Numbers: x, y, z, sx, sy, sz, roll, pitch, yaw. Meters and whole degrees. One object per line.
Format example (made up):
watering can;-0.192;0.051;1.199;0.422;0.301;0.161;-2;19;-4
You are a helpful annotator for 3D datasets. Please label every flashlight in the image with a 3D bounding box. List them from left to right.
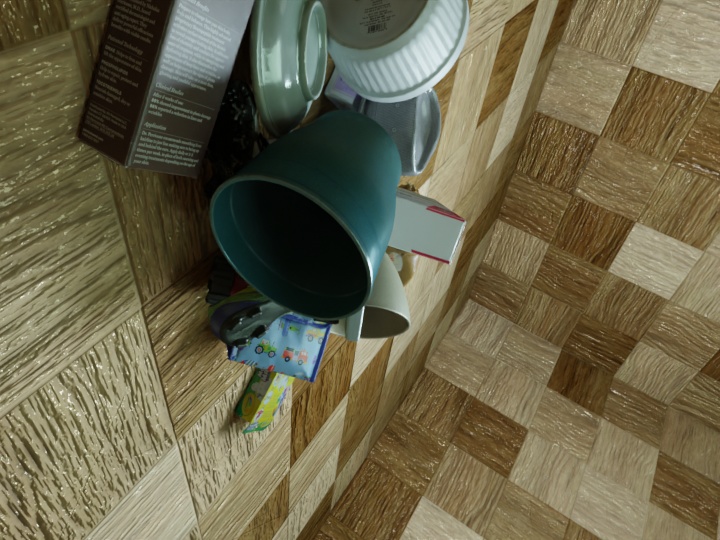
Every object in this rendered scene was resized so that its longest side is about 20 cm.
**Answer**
flashlight;-0.120;0.036;0.775;0.068;0.196;0.070;-141;-112;-69

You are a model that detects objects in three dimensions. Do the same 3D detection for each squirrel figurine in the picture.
squirrel figurine;0.091;-0.100;1.196;0.200;0.139;0.189;-48;-160;45

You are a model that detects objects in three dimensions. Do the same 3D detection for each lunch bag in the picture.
lunch bag;-0.113;0.054;0.860;0.148;0.094;0.204;19;99;-26

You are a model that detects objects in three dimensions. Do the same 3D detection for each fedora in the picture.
fedora;0.069;-0.221;0.850;0.176;0.089;0.205;8;96;-59

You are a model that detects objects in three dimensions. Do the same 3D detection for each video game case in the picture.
video game case;0.000;0.000;0.829;0.182;0.022;0.206;128;-30;-87

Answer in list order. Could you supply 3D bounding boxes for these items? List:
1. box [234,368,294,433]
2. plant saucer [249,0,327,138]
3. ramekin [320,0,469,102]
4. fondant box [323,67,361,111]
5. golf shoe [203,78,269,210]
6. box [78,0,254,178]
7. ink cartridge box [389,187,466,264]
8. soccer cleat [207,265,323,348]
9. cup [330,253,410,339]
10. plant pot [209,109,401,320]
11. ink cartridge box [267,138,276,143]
box;-0.183;0.235;1.103;0.204;0.048;0.117;-64;162;-6
plant saucer;-0.073;-0.257;0.625;0.200;0.049;0.206;7;90;-83
ramekin;0.035;-0.336;0.693;0.204;0.197;0.105;-64;157;4
fondant box;0.025;-0.320;0.904;0.147;0.057;0.199;-65;161;5
golf shoe;-0.146;-0.151;0.657;0.095;0.077;0.202;-56;170;-42
box;-0.177;-0.197;0.498;0.204;0.074;0.100;-66;161;13
ink cartridge box;0.086;-0.095;0.979;0.200;0.141;0.086;-116;-136;-70
soccer cleat;-0.108;0.029;0.708;0.197;0.083;0.066;-27;131;-29
cup;0.004;0.038;1.081;0.201;0.195;0.147;74;18;-64
plant pot;-0.041;-0.082;0.628;0.202;0.196;0.190;94;21;-50
ink cartridge box;-0.071;-0.130;0.822;0.199;0.082;0.148;-34;135;-55
